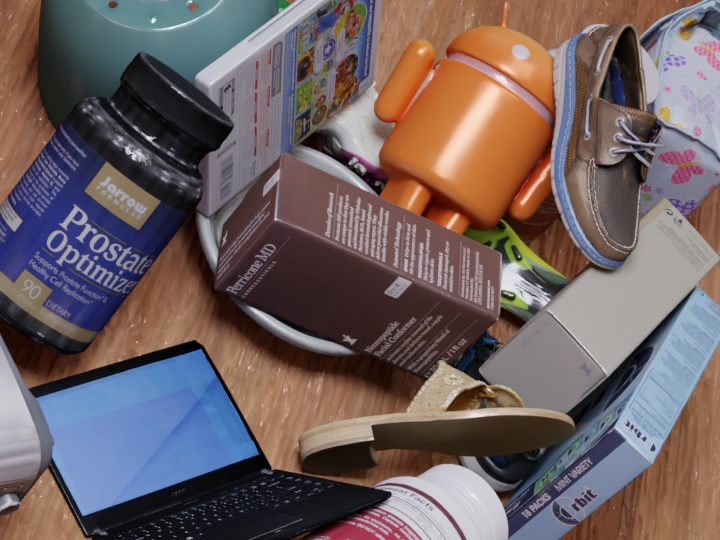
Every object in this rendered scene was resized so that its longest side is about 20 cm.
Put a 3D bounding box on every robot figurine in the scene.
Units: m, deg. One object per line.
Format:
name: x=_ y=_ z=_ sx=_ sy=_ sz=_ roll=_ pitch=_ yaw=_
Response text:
robot figurine: x=0.091 y=-0.114 z=1.667 sx=0.143 sy=0.201 sz=0.117 roll=31 pitch=-6 yaw=21

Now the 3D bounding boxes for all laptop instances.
laptop: x=-0.111 y=0.125 z=1.449 sx=0.177 sy=0.199 sz=0.104 roll=-16 pitch=105 yaw=-42

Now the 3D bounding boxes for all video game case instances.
video game case: x=-0.054 y=-0.146 z=1.578 sx=0.018 sy=0.144 sz=0.200 roll=34 pitch=55 yaw=23

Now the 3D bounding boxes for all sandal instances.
sandal: x=0.055 y=0.101 z=1.565 sx=0.210 sy=0.078 sz=0.070 roll=-7 pitch=61 yaw=-4

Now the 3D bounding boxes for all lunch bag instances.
lunch bag: x=0.274 y=-0.140 z=1.905 sx=0.127 sy=0.170 sz=0.201 roll=29 pitch=47 yaw=-11

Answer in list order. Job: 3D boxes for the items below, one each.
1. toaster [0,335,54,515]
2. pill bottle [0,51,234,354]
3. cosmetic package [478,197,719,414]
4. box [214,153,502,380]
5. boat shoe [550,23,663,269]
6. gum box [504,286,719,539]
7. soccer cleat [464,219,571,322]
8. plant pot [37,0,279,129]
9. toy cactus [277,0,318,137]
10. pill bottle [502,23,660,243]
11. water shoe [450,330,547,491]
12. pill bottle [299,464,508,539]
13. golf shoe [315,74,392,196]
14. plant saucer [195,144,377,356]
toaster: x=-0.299 y=0.079 z=1.340 sx=0.129 sy=0.114 sz=0.201 roll=-14 pitch=68 yaw=-40
pill bottle: x=-0.182 y=-0.049 z=1.450 sx=0.112 sy=0.200 sz=0.112 roll=37 pitch=8 yaw=-6
cosmetic package: x=0.192 y=0.034 z=1.633 sx=0.073 sy=0.104 sz=0.200 roll=48 pitch=44 yaw=4
box: x=0.000 y=0.000 z=1.564 sx=0.199 sy=0.100 sz=0.075 roll=24 pitch=46 yaw=-19
boat shoe: x=0.193 y=-0.102 z=1.594 sx=0.072 sy=0.072 sz=0.201 roll=12 pitch=63 yaw=-37
gum box: x=0.201 y=0.122 z=1.640 sx=0.045 sy=0.170 sz=0.200 roll=42 pitch=42 yaw=-2
soccer cleat: x=0.142 y=0.016 z=1.770 sx=0.200 sy=0.084 sz=0.065 roll=36 pitch=80 yaw=12
plant pot: x=-0.155 y=-0.195 z=1.573 sx=0.199 sy=0.161 sz=0.202 roll=1 pitch=65 yaw=-2
toy cactus: x=-0.071 y=-0.191 z=1.760 sx=0.200 sy=0.102 sz=0.166 roll=-35 pitch=100 yaw=-49
pill bottle: x=0.167 y=-0.119 z=1.784 sx=0.112 sy=0.200 sz=0.113 roll=20 pitch=47 yaw=-24
water shoe: x=0.102 y=0.078 z=1.668 sx=0.071 sy=0.079 sz=0.201 roll=0 pitch=58 yaw=-37
pill bottle: x=0.017 y=0.218 z=1.468 sx=0.113 sy=0.113 sz=0.200 roll=51 pitch=43 yaw=9
golf shoe: x=-0.005 y=-0.132 z=1.716 sx=0.200 sy=0.075 sz=0.092 roll=40 pitch=76 yaw=-33
plant saucer: x=-0.050 y=-0.010 z=1.644 sx=0.199 sy=0.050 sz=0.201 roll=20 pitch=47 yaw=-23
